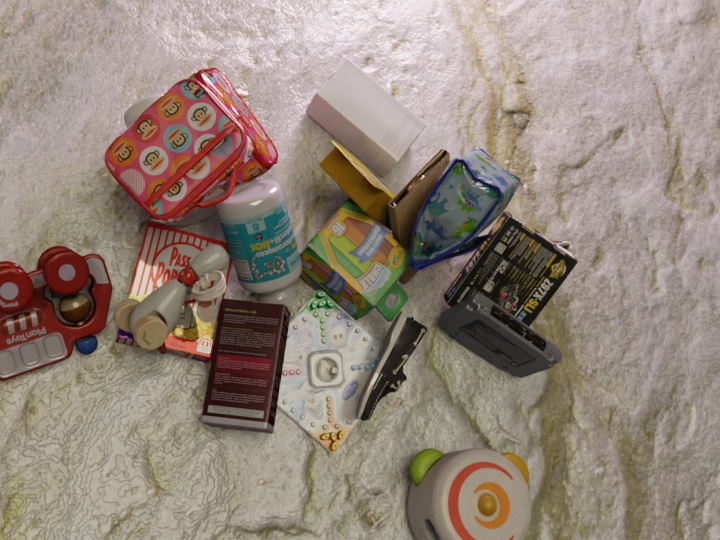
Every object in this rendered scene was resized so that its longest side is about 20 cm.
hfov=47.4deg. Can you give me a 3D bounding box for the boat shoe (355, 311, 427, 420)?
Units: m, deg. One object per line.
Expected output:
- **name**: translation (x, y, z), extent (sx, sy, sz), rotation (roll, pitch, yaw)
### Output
- **boat shoe**: translation (0.052, 0.166, 1.369), extent (0.060, 0.074, 0.201), rotation (28, 64, -3)

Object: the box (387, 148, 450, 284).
- **box**: translation (0.112, -0.093, 1.468), extent (0.021, 0.201, 0.164), rotation (27, 59, 28)

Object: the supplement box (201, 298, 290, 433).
- **supplement box**: translation (-0.181, 0.152, 1.313), extent (0.108, 0.061, 0.201), rotation (6, 73, 7)

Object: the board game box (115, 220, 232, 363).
- **board game box**: translation (-0.299, 0.035, 1.339), extent (0.151, 0.046, 0.201), rotation (15, 68, -16)

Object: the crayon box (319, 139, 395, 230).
- **crayon box**: translation (0.007, -0.143, 1.423), extent (0.051, 0.200, 0.127), rotation (-45, 67, 7)

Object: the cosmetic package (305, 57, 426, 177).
- **cosmetic package**: translation (0.009, -0.287, 1.548), extent (0.200, 0.081, 0.113), rotation (40, 63, -3)

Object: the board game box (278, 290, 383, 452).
- **board game box**: translation (-0.057, 0.167, 1.387), extent (0.200, 0.026, 0.200), rotation (42, 71, -4)

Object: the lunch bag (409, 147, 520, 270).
- **lunch bag**: translation (0.167, -0.093, 1.398), extent (0.127, 0.200, 0.170), rotation (41, 23, 8)

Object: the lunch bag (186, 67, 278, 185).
- **lunch bag**: translation (-0.224, -0.248, 1.406), extent (0.082, 0.176, 0.200), rotation (-34, 101, 10)

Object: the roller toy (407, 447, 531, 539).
- **roller toy**: translation (0.184, 0.390, 1.355), extent (0.199, 0.140, 0.184), rotation (9, 70, -19)

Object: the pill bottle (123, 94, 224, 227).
- **pill bottle**: translation (-0.313, -0.183, 1.368), extent (0.116, 0.116, 0.201), rotation (-22, 82, -26)

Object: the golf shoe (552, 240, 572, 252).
- **golf shoe**: translation (0.317, -0.005, 1.568), extent (0.199, 0.088, 0.077), rotation (-33, 88, -24)

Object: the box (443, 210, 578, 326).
- **box**: translation (0.272, 0.016, 1.498), extent (0.159, 0.049, 0.201), rotation (30, 105, -13)

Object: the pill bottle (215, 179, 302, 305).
- **pill bottle**: translation (-0.160, -0.039, 1.349), extent (0.110, 0.111, 0.201), rotation (-28, 118, -26)

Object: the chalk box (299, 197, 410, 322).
- **chalk box**: translation (0.000, 0.000, 1.423), extent (0.200, 0.124, 0.125), rotation (41, 64, -4)

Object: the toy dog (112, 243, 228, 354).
- **toy dog**: translation (-0.275, 0.057, 1.258), extent (0.199, 0.097, 0.132), rotation (-28, 42, 2)

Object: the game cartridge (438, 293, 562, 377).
- **game cartridge**: translation (0.245, 0.120, 1.471), extent (0.199, 0.133, 0.042), rotation (35, 64, -13)

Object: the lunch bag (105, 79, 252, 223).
- **lunch bag**: translation (-0.270, -0.171, 1.263), extent (0.200, 0.082, 0.176), rotation (-43, 86, -2)

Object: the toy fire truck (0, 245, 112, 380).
- **toy fire truck**: translation (-0.474, 0.059, 1.243), extent (0.199, 0.112, 0.169), rotation (-19, 104, -25)
